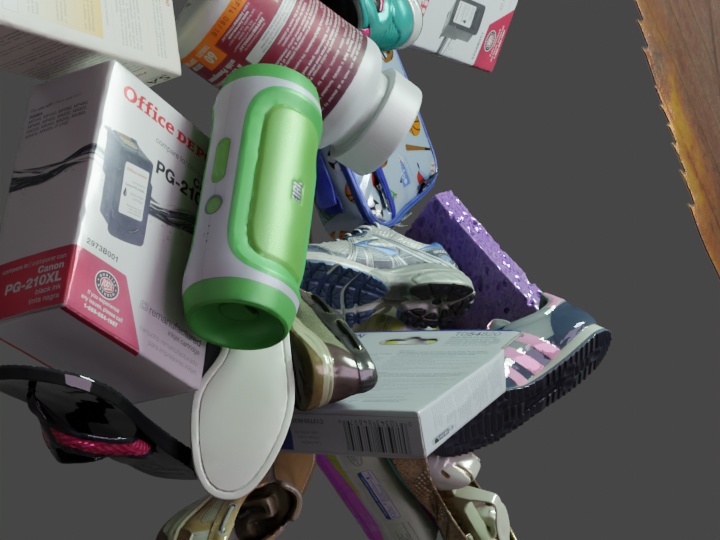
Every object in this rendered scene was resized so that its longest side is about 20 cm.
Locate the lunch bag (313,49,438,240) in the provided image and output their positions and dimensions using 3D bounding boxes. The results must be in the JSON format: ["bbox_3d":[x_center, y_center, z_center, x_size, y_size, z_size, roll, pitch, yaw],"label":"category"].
[{"bbox_3d":[-0.006,-0.130,1.378,0.160,0.075,0.201,-41,112,-53],"label":"lunch bag"}]

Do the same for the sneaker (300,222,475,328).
[{"bbox_3d":[0.000,0.000,1.308,0.199,0.077,0.085,8,41,-27],"label":"sneaker"}]

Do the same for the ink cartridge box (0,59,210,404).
[{"bbox_3d":[-0.175,-0.026,1.053,0.145,0.084,0.201,39,46,-46],"label":"ink cartridge box"}]

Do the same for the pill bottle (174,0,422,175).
[{"bbox_3d":[-0.052,-0.171,1.230,0.200,0.109,0.110,35,46,-19],"label":"pill bottle"}]

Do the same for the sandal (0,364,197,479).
[{"bbox_3d":[-0.177,0.116,1.010,0.200,0.075,0.045,42,54,-46],"label":"sandal"}]

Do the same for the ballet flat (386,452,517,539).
[{"bbox_3d":[0.083,0.185,1.268,0.200,0.065,0.071,57,40,-30],"label":"ballet flat"}]

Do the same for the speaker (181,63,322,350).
[{"bbox_3d":[-0.076,-0.047,1.061,0.088,0.088,0.201,39,46,-44],"label":"speaker"}]

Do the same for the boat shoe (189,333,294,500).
[{"bbox_3d":[-0.087,0.076,1.084,0.072,0.062,0.201,9,66,-11],"label":"boat shoe"}]

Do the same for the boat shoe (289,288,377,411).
[{"bbox_3d":[-0.041,0.056,1.156,0.066,0.201,0.072,4,106,-19],"label":"boat shoe"}]

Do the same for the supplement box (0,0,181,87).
[{"bbox_3d":[-0.225,-0.207,1.060,0.200,0.073,0.127,10,69,-56],"label":"supplement box"}]

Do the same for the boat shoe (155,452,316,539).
[{"bbox_3d":[-0.074,0.180,1.138,0.200,0.076,0.072,-46,116,-55],"label":"boat shoe"}]

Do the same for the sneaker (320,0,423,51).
[{"bbox_3d":[-0.047,-0.262,1.308,0.200,0.084,0.121,42,30,14],"label":"sneaker"}]

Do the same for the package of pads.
[{"bbox_3d":[0.033,0.136,1.335,0.155,0.068,0.200,59,35,-28],"label":"package of pads"}]

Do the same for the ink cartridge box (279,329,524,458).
[{"bbox_3d":[0.009,0.096,1.188,0.200,0.199,0.041,-29,113,-56],"label":"ink cartridge box"}]

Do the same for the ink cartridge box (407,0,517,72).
[{"bbox_3d":[0.081,-0.296,1.514,0.200,0.083,0.146,4,109,-58],"label":"ink cartridge box"}]

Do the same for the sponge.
[{"bbox_3d":[0.113,0.032,1.379,0.030,0.112,0.200,-23,66,-45],"label":"sponge"}]

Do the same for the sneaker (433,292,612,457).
[{"bbox_3d":[0.118,0.087,1.259,0.199,0.082,0.070,-27,142,-29],"label":"sneaker"}]
